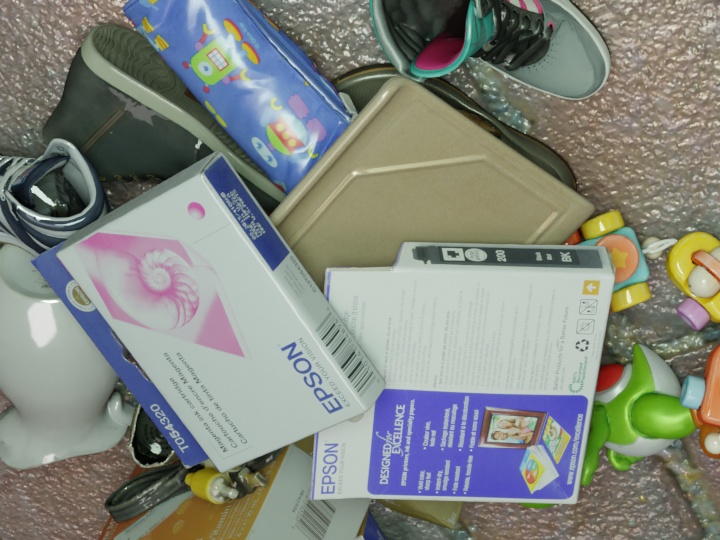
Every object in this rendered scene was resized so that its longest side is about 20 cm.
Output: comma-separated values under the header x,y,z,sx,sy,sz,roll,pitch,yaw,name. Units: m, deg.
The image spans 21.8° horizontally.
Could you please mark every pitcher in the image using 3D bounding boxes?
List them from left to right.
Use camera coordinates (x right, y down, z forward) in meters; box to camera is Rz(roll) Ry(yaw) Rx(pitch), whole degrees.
x,y,z,sx,sy,sz,roll,pitch,yaw,name
-0.212,0.062,1.469,0.171,0.121,0.200,-5,136,-9,pitcher

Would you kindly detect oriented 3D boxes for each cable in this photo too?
x,y,z,sx,sy,sz,roll,pitch,yaw,name
-0.130,0.148,1.458,0.200,0.097,0.050,-10,126,47,cable

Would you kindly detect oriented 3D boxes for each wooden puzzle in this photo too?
x,y,z,sx,sy,sz,roll,pitch,yaw,name
0.035,-0.027,1.295,0.200,0.037,0.185,29,115,-31,wooden puzzle

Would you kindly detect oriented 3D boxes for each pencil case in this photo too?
x,y,z,sx,sy,sz,roll,pitch,yaw,name
-0.073,-0.135,1.298,0.087,0.078,0.200,-38,98,31,pencil case

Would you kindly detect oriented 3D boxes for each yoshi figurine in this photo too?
x,y,z,sx,sy,sz,roll,pitch,yaw,name
0.188,0.135,1.441,0.199,0.112,0.113,-4,132,15,yoshi figurine

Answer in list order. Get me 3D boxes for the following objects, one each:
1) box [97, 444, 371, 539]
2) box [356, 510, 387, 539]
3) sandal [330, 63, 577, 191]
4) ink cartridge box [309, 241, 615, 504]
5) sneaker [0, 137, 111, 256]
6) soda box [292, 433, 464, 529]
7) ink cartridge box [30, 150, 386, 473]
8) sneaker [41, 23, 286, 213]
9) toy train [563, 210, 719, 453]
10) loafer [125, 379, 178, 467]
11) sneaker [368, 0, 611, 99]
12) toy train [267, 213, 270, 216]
x,y,z,sx,sy,sz,roll,pitch,yaw,name
-0.108,0.212,1.499,0.200,0.125,0.098,-18,125,40,box
-0.035,0.280,1.622,0.200,0.042,0.119,-21,118,19,box
0.062,-0.083,1.345,0.200,0.055,0.082,30,124,-6,sandal
0.066,0.074,1.314,0.199,0.043,0.199,1,121,-7,ink cartridge box
-0.255,-0.062,1.364,0.200,0.070,0.109,26,156,21,sneaker
0.012,0.128,1.422,0.064,0.068,0.200,11,161,39,soda box
-0.114,0.042,1.278,0.200,0.043,0.197,-27,106,34,ink cartridge box
-0.132,-0.087,1.375,0.200,0.075,0.106,35,128,-3,sneaker
0.218,0.038,1.346,0.200,0.056,0.151,18,83,0,toy train
-0.117,0.079,1.401,0.075,0.070,0.200,29,124,-2,loafer
0.082,-0.160,1.250,0.200,0.121,0.084,32,123,-12,sneaker
0.000,0.000,1.390,0.199,0.056,0.151,1,104,7,toy train
